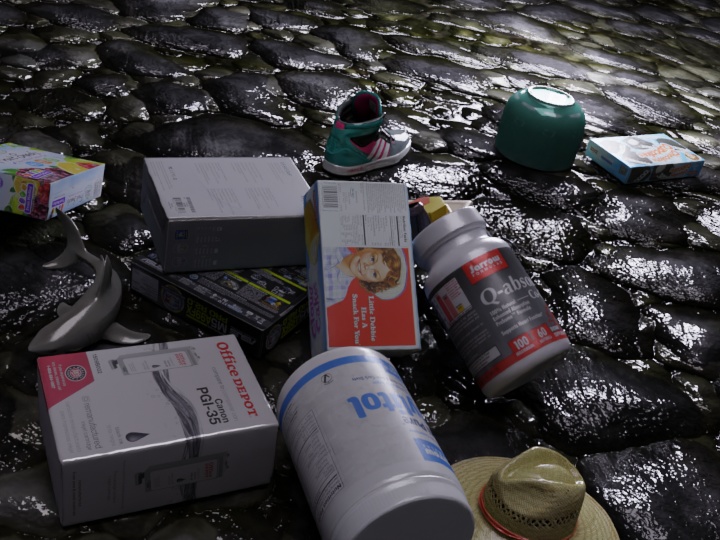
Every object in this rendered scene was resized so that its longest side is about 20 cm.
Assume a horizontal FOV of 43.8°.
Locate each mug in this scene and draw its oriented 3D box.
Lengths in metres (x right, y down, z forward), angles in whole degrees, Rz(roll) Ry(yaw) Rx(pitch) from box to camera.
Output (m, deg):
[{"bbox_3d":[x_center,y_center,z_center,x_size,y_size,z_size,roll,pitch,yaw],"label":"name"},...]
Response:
[{"bbox_3d":[0.325,-0.275,1.642,0.151,0.115,0.185,-7,37,-28],"label":"mug"}]

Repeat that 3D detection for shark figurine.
[{"bbox_3d":[-0.303,0.009,1.024,0.127,0.090,0.215,3,35,-16],"label":"shark figurine"}]

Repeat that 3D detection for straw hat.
[{"bbox_3d":[0.166,0.217,0.857,0.199,0.086,0.202,9,33,-6],"label":"straw hat"}]

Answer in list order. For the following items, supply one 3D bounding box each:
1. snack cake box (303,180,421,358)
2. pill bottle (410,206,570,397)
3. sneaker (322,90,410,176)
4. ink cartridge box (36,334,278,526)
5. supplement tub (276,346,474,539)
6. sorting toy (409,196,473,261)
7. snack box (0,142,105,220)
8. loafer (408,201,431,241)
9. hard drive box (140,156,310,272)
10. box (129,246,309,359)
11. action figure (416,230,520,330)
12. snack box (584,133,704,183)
[{"bbox_3d":[0.000,0.000,1.048,0.114,0.067,0.202,1,76,-20],"label":"snack cake box"},{"bbox_3d":[0.144,0.035,1.038,0.115,0.116,0.201,-17,69,-38],"label":"pill bottle"},{"bbox_3d":[0.020,-0.237,1.476,0.083,0.121,0.199,31,37,28],"label":"sneaker"},{"bbox_3d":[-0.195,0.143,0.853,0.199,0.083,0.147,-6,36,-26],"label":"ink cartridge box"},{"bbox_3d":[0.008,0.178,0.823,0.131,0.133,0.200,-3,35,-23],"label":"supplement tub"},{"bbox_3d":[0.044,-0.065,1.245,0.184,0.037,0.200,2,26,24],"label":"sorting toy"},{"bbox_3d":[-0.432,-0.119,1.156,0.141,0.053,0.200,11,13,0],"label":"snack box"},{"bbox_3d":[0.002,-0.066,1.165,0.199,0.063,0.072,5,35,28],"label":"loafer"},{"bbox_3d":[-0.162,-0.075,1.124,0.198,0.077,0.156,-3,35,-23],"label":"hard drive box"},{"bbox_3d":[-0.156,0.014,1.102,0.199,0.045,0.160,25,34,19],"label":"box"},{"bbox_3d":[0.160,0.006,1.189,0.130,0.070,0.200,42,48,11],"label":"action figure"},{"bbox_3d":[0.537,-0.213,1.690,0.199,0.037,0.116,-8,38,-29],"label":"snack box"}]
